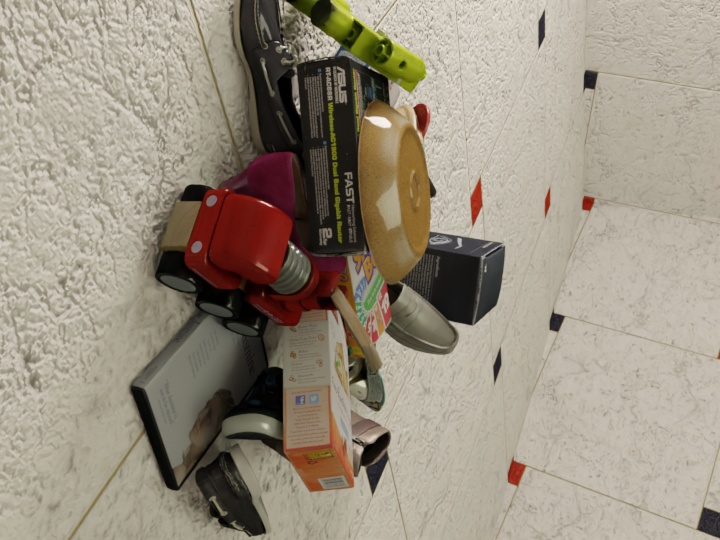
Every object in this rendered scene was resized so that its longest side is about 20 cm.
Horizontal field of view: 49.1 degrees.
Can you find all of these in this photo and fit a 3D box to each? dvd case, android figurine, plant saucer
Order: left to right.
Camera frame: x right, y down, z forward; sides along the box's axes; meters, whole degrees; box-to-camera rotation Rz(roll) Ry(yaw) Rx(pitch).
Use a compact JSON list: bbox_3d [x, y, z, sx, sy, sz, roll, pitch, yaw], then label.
[{"bbox_3d":[-0.161,0.112,0.840,0.200,0.017,0.144,-55,146,-47],"label":"dvd case"},{"bbox_3d":[0.003,-0.265,0.894,0.199,0.182,0.041,17,115,-49],"label":"android figurine"},{"bbox_3d":[0.045,-0.087,0.862,0.200,0.035,0.202,-4,90,-72],"label":"plant saucer"}]

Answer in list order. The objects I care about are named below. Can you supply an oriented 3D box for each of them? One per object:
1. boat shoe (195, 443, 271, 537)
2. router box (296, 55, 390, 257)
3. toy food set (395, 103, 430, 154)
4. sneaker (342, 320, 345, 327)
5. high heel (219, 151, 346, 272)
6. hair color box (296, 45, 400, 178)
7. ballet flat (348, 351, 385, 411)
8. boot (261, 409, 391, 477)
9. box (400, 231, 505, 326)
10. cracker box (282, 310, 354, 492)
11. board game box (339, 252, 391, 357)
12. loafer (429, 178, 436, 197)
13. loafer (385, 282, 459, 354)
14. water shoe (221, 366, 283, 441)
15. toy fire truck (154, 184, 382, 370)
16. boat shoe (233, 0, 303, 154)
[{"bbox_3d":[-0.142,0.260,0.889,0.060,0.074,0.201,-25,153,-15],"label":"boat shoe"},{"bbox_3d":[-0.009,-0.119,0.862,0.150,0.062,0.202,-17,103,-73],"label":"router box"},{"bbox_3d":[0.045,-0.133,1.083,0.200,0.048,0.200,-134,-122,-73],"label":"toy food set"},{"bbox_3d":[-0.063,0.040,0.994,0.085,0.074,0.201,-52,139,-38],"label":"sneaker"},{"bbox_3d":[-0.054,-0.059,0.858,0.200,0.095,0.068,42,40,-39],"label":"high heel"},{"bbox_3d":[-0.015,-0.204,1.015,0.100,0.060,0.201,72,35,-49],"label":"hair color box"},{"bbox_3d":[-0.007,0.140,1.184,0.072,0.071,0.202,-52,144,-50],"label":"ballet flat"},{"bbox_3d":[-0.029,0.198,1.025,0.200,0.145,0.071,-46,142,-54],"label":"boot"},{"bbox_3d":[0.106,0.002,1.207,0.148,0.198,0.105,-21,120,-64],"label":"box"},{"bbox_3d":[-0.047,0.130,0.891,0.134,0.057,0.202,74,10,-57],"label":"cracker box"},{"bbox_3d":[0.000,0.000,1.003,0.096,0.030,0.202,-48,132,-53],"label":"board game box"},{"bbox_3d":[0.070,-0.149,1.258,0.073,0.071,0.200,63,8,14],"label":"loafer"},{"bbox_3d":[0.052,0.053,1.103,0.070,0.199,0.070,-61,180,-23],"label":"loafer"},{"bbox_3d":[-0.109,0.148,0.887,0.200,0.071,0.080,66,26,-81],"label":"water shoe"},{"bbox_3d":[-0.072,0.012,0.751,0.176,0.198,0.130,47,51,-53],"label":"toy fire truck"},{"bbox_3d":[-0.086,-0.218,0.836,0.073,0.062,0.202,-48,141,-52],"label":"boat shoe"}]
